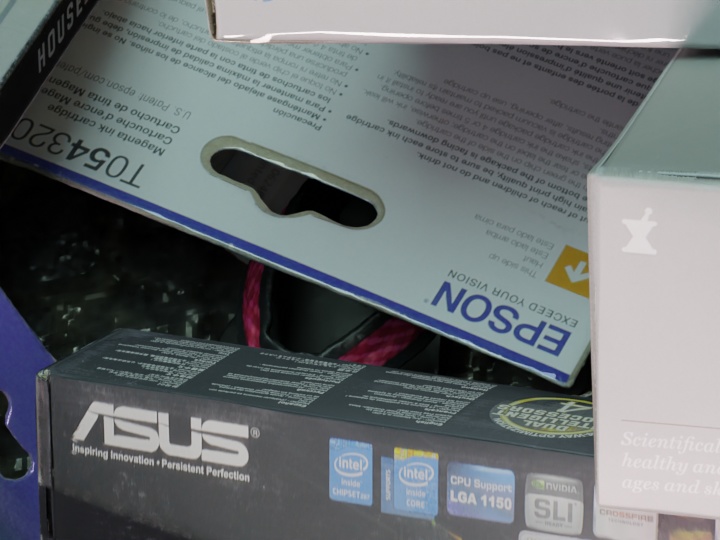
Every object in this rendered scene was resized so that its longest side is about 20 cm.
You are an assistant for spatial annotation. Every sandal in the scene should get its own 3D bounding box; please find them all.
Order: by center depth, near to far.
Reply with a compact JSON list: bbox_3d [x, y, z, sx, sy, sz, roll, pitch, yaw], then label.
[{"bbox_3d":[0.000,0.000,0.855,0.075,0.045,0.200,17,71,21],"label":"sandal"}]

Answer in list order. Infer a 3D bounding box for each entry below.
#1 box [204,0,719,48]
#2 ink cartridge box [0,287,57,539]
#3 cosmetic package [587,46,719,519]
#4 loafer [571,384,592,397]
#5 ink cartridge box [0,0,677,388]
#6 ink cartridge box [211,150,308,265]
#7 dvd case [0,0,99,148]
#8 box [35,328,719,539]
[{"bbox_3d":[0.081,-0.094,0.751,0.200,0.041,0.156,2,20,21],"label":"box"},{"bbox_3d":[-0.160,0.088,0.778,0.200,0.198,0.047,-32,35,2],"label":"ink cartridge box"},{"bbox_3d":[0.124,-0.014,0.701,0.107,0.090,0.200,5,24,18],"label":"cosmetic package"},{"bbox_3d":[0.088,0.053,0.789,0.200,0.073,0.071,-15,36,3],"label":"loafer"},{"bbox_3d":[0.016,-0.068,0.856,0.196,0.043,0.200,22,61,18],"label":"ink cartridge box"},{"bbox_3d":[-0.060,-0.101,0.951,0.200,0.047,0.160,32,76,15],"label":"ink cartridge box"},{"bbox_3d":[-0.167,-0.100,0.831,0.200,0.025,0.150,12,41,12],"label":"dvd case"},{"bbox_3d":[0.017,0.107,0.736,0.200,0.049,0.162,8,107,24],"label":"box"}]
